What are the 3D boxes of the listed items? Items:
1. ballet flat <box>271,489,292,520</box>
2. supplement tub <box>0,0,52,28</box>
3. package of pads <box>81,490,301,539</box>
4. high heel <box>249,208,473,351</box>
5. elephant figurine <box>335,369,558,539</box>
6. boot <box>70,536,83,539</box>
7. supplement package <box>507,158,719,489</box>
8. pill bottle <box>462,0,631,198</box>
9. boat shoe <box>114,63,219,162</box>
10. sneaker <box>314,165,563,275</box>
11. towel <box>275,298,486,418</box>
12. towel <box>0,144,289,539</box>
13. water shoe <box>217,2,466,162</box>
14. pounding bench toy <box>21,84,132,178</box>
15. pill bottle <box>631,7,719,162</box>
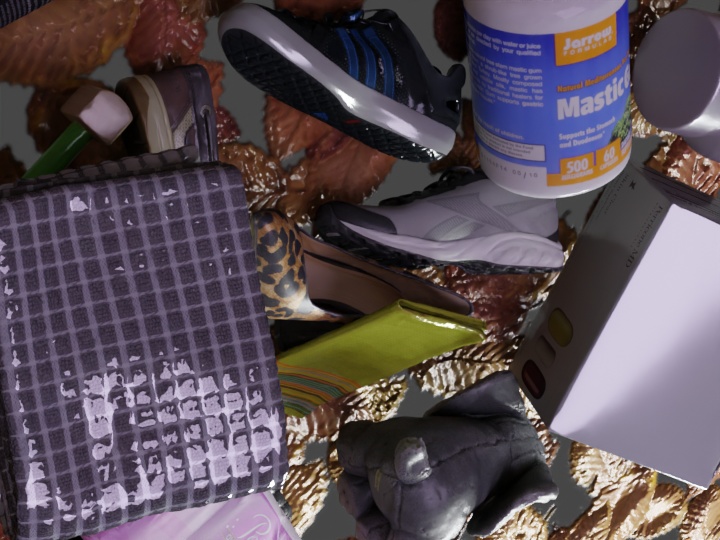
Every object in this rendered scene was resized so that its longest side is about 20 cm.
[{"bbox_3d":[-0.092,0.132,1.228,0.057,0.066,0.201,-54,148,-38],"label":"ballet flat"},{"bbox_3d":[-0.247,-0.165,0.879,0.199,0.123,0.123,-31,131,-14],"label":"supplement tub"},{"bbox_3d":[-0.114,0.178,1.142,0.120,0.076,0.200,-39,136,-13],"label":"package of pads"},{"bbox_3d":[0.000,0.000,1.127,0.142,0.072,0.200,-6,156,5],"label":"high heel"},{"bbox_3d":[0.090,0.144,1.304,0.199,0.155,0.142,-17,112,-24],"label":"elephant figurine"},{"bbox_3d":[-0.195,0.235,1.203,0.199,0.075,0.097,-28,127,-19],"label":"boot"},{"bbox_3d":[0.238,0.042,1.317,0.155,0.111,0.201,21,105,-20],"label":"supplement package"},{"bbox_3d":[0.127,-0.160,1.142,0.112,0.112,0.201,-24,130,-19],"label":"pill bottle"},{"bbox_3d":[-0.104,-0.039,1.089,0.065,0.073,0.201,-21,128,-15],"label":"boat shoe"},{"bbox_3d":[0.057,-0.039,1.211,0.199,0.074,0.080,2,87,-29],"label":"sneaker"},{"bbox_3d":[-0.010,0.064,1.171,0.086,0.018,0.200,13,152,-39],"label":"towel"},{"bbox_3d":[-0.133,0.039,0.932,0.165,0.086,0.201,-11,95,-21],"label":"towel"},{"bbox_3d":[-0.011,-0.140,1.106,0.200,0.071,0.079,28,73,-40],"label":"water shoe"},{"bbox_3d":[-0.189,0.003,1.021,0.155,0.124,0.201,-23,100,-19],"label":"pounding bench toy"},{"bbox_3d":[0.305,-0.135,1.274,0.199,0.120,0.120,8,113,-36],"label":"pill bottle"}]
